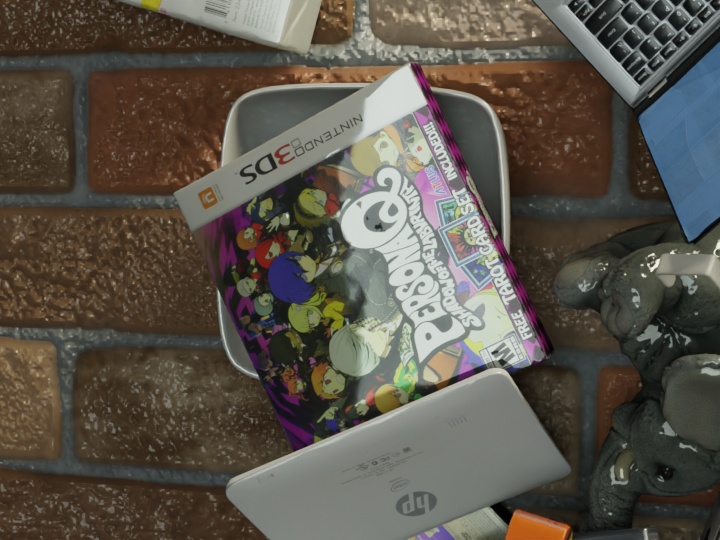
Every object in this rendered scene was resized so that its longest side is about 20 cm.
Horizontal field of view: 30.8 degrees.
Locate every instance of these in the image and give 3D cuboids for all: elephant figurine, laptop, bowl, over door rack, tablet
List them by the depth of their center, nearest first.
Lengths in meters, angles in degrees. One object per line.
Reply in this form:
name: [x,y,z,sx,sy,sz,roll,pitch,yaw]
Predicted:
laptop: [0.184,-0.160,0.692,0.200,0.116,0.187,48,117,4]
over door rack: [0.268,-0.010,0.738,0.199,0.066,0.149,36,65,-25]
elephant figurine: [0.206,0.074,0.816,0.154,0.140,0.203,-11,100,53]
tablet: [0.026,0.136,0.844,0.198,0.130,0.014,-24,44,15]
bowl: [0.007,-0.021,0.879,0.196,0.075,0.204,3,95,15]

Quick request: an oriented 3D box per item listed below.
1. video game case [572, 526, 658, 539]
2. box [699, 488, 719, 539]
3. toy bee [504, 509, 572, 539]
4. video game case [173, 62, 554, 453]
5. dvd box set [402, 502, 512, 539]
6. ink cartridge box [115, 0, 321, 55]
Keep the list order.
video game case: [0.134,0.267,0.808,0.142,0.019,0.203,-17,72,45]
box: [0.227,0.227,0.821,0.059,0.116,0.203,21,101,14]
toy bee: [0.077,0.251,0.789,0.130,0.109,0.200,36,76,27]
video game case: [0.000,0.000,0.827,0.179,0.036,0.202,-25,89,17]
dvd box set: [0.033,0.237,0.916,0.146,0.029,0.200,44,103,7]
ink cartridge box: [-0.120,-0.232,0.897,0.197,0.067,0.118,19,99,13]
